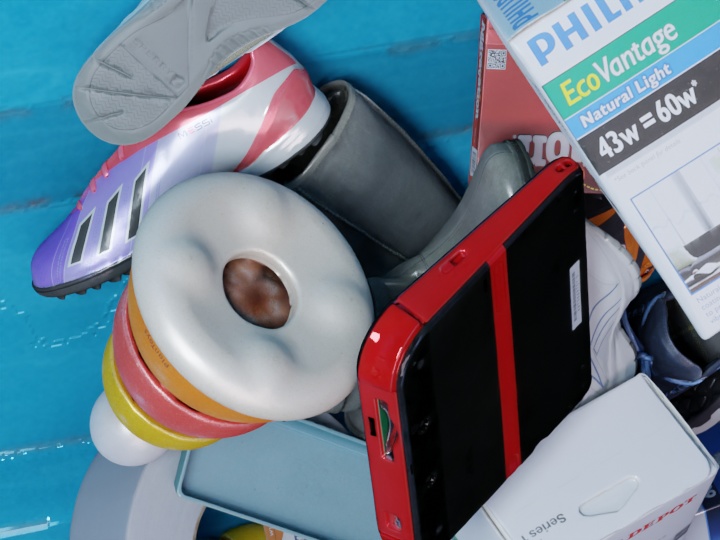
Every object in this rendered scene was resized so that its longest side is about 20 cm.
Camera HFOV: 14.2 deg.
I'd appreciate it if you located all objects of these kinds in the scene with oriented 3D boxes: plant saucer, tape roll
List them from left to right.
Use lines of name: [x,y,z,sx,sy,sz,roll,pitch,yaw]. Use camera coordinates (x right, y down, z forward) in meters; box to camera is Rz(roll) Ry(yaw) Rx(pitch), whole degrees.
tape roll: [-0.079,0.173,1.765,0.200,0.201,0.066,21,162,-36]
plant saucer: [-0.029,0.129,1.755,0.200,0.019,0.070,22,75,-35]

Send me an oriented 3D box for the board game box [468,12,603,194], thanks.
board game box: [0.165,-0.095,1.698,0.199,0.019,0.103,1,104,-11]

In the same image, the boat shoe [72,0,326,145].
boat shoe: [-0.074,-0.149,1.573,0.202,0.065,0.074,-44,102,10]

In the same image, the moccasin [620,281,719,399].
moccasin: [0.200,0.034,1.826,0.200,0.081,0.068,-36,176,22]

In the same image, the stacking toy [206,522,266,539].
stacking toy: [-0.073,0.213,1.871,0.200,0.146,0.146,-33,138,-20]

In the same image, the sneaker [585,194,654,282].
sneaker: [0.199,-0.035,1.794,0.199,0.078,0.112,9,130,-17]

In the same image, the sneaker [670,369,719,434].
sneaker: [0.274,0.040,1.887,0.083,0.072,0.200,22,118,-40]

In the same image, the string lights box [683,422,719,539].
string lights box: [0.275,0.120,1.936,0.199,0.103,0.059,-21,135,-6]

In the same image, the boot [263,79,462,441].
boot: [-0.002,0.000,1.725,0.200,0.073,0.182,29,98,-47]

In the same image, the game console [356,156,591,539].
game console: [0.068,0.053,1.620,0.177,0.031,0.200,-45,148,-29]

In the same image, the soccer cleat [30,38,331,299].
soccer cleat: [-0.114,-0.060,1.637,0.200,0.068,0.073,-34,116,8]

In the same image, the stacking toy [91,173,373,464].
stacking toy: [-0.098,0.049,1.619,0.146,0.147,0.200,10,148,-31]

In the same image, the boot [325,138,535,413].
boot: [0.022,0.012,1.667,0.130,0.068,0.201,4,124,-19]

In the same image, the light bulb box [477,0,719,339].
light bulb box: [0.169,-0.099,1.581,0.125,0.198,0.200,-33,107,5]

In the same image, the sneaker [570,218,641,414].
sneaker: [0.119,0.034,1.737,0.087,0.074,0.200,-46,147,-24]

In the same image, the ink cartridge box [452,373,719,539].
ink cartridge box: [0.128,0.168,1.820,0.146,0.084,0.200,-28,157,-21]
